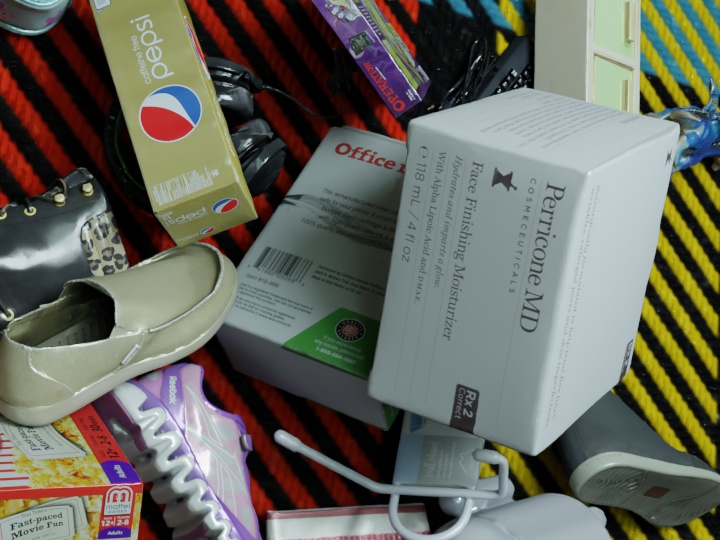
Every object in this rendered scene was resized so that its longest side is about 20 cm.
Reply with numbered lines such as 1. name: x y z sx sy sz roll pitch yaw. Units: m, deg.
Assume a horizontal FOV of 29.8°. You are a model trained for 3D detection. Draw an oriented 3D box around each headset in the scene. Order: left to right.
1. headset: -0.098 -0.116 1.040 0.200 0.094 0.124 -21 82 -16

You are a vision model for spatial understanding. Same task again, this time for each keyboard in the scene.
1. keyboard: 0.114 -0.130 1.188 0.104 0.040 0.200 43 63 -13

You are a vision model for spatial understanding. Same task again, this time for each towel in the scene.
1. towel: -0.005 0.284 1.045 0.144 0.023 0.200 2 77 -26

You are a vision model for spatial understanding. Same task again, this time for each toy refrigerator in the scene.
1. toy refrigerator: 0.204 -0.163 1.209 0.076 0.070 0.200 12 76 -40

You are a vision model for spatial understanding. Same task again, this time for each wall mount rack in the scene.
1. wall mount rack: 0.033 0.109 1.052 0.173 0.075 0.200 2 44 11

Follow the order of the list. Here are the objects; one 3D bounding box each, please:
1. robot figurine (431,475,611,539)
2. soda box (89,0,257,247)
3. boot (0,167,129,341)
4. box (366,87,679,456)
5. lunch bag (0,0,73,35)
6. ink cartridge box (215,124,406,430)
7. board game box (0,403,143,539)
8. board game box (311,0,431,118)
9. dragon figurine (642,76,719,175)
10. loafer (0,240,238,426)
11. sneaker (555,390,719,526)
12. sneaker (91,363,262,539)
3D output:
1. robot figurine: 0.121 0.240 1.052 0.200 0.113 0.170 -5 57 -42
2. soda box: -0.137 -0.122 0.980 0.064 0.068 0.200 -20 67 1
3. boot: -0.260 -0.038 0.956 0.150 0.073 0.200 -25 94 -28
4. box: 0.117 -0.009 0.942 0.200 0.131 0.199 -25 127 -58
5. lunch bag: -0.256 -0.280 1.010 0.160 0.077 0.200 31 67 -19
6. ink cartridge box: 0.000 0.000 1.033 0.146 0.083 0.200 20 62 25
7. board game box: -0.259 0.130 0.874 0.200 0.151 0.046 1 107 -27
8. board game box: 0.009 -0.184 1.072 0.032 0.200 0.120 -30 97 10
9. dragon figurine: 0.314 -0.134 1.235 0.099 0.200 0.059 -29 70 -1
10. loafer: -0.166 0.033 0.937 0.076 0.068 0.200 32 51 30
11. sneaker: 0.240 0.152 1.172 0.200 0.075 0.106 23 35 -41
12. sneaker: -0.108 0.150 0.993 0.088 0.080 0.200 -34 94 -36
